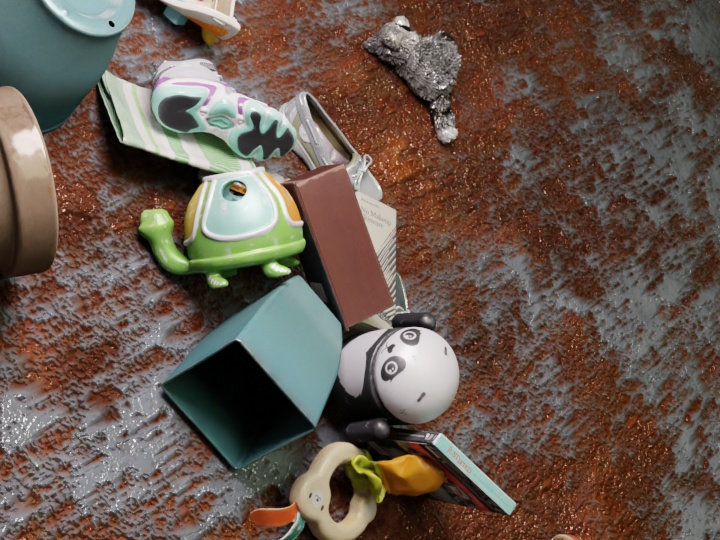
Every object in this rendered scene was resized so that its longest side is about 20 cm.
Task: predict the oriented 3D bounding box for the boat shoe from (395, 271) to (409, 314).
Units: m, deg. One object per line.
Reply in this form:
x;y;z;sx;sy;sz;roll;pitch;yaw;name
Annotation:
0.056;0.082;1.796;0.073;0.062;0.201;18;58;-38;boat shoe

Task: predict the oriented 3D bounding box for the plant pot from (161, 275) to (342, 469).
-0.111;0.105;1.565;0.141;0.141;0.200;50;36;-14;plant pot

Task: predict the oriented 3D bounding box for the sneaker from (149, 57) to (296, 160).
-0.178;-0.222;1.654;0.199;0.078;0.140;20;31;-31;sneaker

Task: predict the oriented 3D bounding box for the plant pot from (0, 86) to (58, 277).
-0.424;-0.079;1.327;0.174;0.200;0.201;-13;78;-30;plant pot

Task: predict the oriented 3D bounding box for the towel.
-0.231;-0.183;1.635;0.199;0.023;0.153;16;32;-38;towel

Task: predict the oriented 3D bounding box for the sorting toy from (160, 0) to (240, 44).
-0.248;-0.413;1.737;0.179;0.107;0.201;22;55;-27;sorting toy

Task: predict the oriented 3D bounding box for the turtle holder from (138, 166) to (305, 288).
-0.163;-0.054;1.594;0.141;0.185;0.133;-25;107;-64;turtle holder

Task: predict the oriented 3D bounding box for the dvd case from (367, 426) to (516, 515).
0.094;0.252;1.649;0.146;0.200;0.022;44;68;-18;dvd case

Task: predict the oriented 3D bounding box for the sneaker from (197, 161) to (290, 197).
-0.123;-0.087;1.701;0.199;0.077;0.078;20;33;-15;sneaker

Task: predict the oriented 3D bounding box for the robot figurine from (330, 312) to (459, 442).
0.035;0.134;1.641;0.124;0.200;0.151;-9;89;-35;robot figurine

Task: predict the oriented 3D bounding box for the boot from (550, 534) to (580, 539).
0.337;0.451;1.881;0.201;0.075;0.107;61;38;-14;boot

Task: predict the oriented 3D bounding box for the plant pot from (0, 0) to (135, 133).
-0.361;-0.285;1.481;0.199;0.188;0.201;23;54;-36;plant pot

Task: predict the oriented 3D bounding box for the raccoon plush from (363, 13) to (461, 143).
0.088;-0.301;2.016;0.133;0.097;0.201;-7;75;-38;raccoon plush

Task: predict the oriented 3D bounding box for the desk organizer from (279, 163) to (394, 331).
-0.034;-0.031;1.652;0.077;0.072;0.201;-24;102;-24;desk organizer

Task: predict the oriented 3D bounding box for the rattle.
-0.015;0.285;1.558;0.200;0.142;0.131;-4;108;-54;rattle

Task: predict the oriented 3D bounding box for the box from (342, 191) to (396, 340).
0.000;0.000;1.779;0.082;0.068;0.201;23;55;-36;box

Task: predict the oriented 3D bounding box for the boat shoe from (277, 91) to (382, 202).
-0.036;-0.165;1.833;0.202;0.065;0.075;50;43;-14;boat shoe
